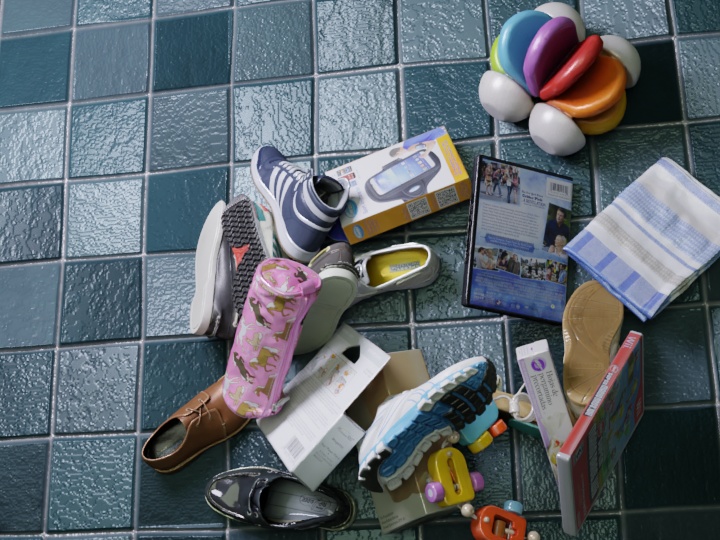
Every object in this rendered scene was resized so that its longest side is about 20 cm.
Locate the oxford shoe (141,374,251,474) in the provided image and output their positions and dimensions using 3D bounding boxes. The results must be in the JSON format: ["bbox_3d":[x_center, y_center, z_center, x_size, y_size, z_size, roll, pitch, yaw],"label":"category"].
[{"bbox_3d":[-0.198,0.189,1.371,0.200,0.071,0.071,-42,70,-5],"label":"oxford shoe"}]

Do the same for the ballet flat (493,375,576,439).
[{"bbox_3d":[0.182,0.164,1.313,0.200,0.069,0.063,17,69,6],"label":"ballet flat"}]

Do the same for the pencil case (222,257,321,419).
[{"bbox_3d":[-0.109,0.082,1.280,0.086,0.083,0.200,18,117,1],"label":"pencil case"}]

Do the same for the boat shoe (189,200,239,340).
[{"bbox_3d":[-0.185,0.000,1.426,0.060,0.074,0.200,17,54,-25],"label":"boat shoe"}]

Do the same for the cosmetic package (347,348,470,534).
[{"bbox_3d":[0.051,0.208,1.291,0.071,0.105,0.200,-4,66,-35],"label":"cosmetic package"}]

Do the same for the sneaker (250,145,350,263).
[{"bbox_3d":[-0.078,-0.117,1.397,0.109,0.070,0.200,-52,46,34],"label":"sneaker"}]

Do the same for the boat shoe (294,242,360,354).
[{"bbox_3d":[-0.057,0.040,1.344,0.072,0.201,0.061,18,51,-20],"label":"boat shoe"}]

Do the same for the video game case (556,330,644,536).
[{"bbox_3d":[0.277,0.185,1.205,0.017,0.143,0.200,17,49,31],"label":"video game case"}]

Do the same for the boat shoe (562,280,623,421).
[{"bbox_3d":[0.280,0.100,1.295,0.074,0.069,0.200,8,48,16],"label":"boat shoe"}]

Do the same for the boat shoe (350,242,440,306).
[{"bbox_3d":[0.002,0.004,1.375,0.202,0.086,0.075,-10,72,9],"label":"boat shoe"}]

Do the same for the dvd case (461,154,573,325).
[{"bbox_3d":[0.202,-0.039,1.350,0.142,0.018,0.200,12,75,-19],"label":"dvd case"}]

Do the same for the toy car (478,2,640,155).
[{"bbox_3d":[0.256,-0.263,1.371,0.200,0.150,0.175,37,84,18],"label":"toy car"}]

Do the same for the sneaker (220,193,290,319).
[{"bbox_3d":[-0.121,-0.005,1.391,0.070,0.093,0.200,-33,57,29],"label":"sneaker"}]

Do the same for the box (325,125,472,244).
[{"bbox_3d":[0.039,-0.111,1.402,0.200,0.042,0.119,-20,44,2],"label":"box"}]

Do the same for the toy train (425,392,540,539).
[{"bbox_3d":[0.140,0.233,1.233,0.150,0.056,0.200,20,62,-20],"label":"toy train"}]

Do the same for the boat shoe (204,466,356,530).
[{"bbox_3d":[-0.107,0.287,1.325,0.199,0.066,0.075,12,77,14],"label":"boat shoe"}]

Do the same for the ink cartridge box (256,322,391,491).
[{"bbox_3d":[-0.038,0.159,1.290,0.174,0.200,0.044,-47,109,-5],"label":"ink cartridge box"}]

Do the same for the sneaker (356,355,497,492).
[{"bbox_3d":[0.065,0.155,1.195,0.200,0.075,0.087,-41,34,11],"label":"sneaker"}]

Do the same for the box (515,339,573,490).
[{"bbox_3d":[0.230,0.182,1.245,0.039,0.041,0.200,-17,102,9],"label":"box"}]

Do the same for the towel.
[{"bbox_3d":[0.373,-0.043,1.330,0.200,0.024,0.147,-40,70,-16],"label":"towel"}]
